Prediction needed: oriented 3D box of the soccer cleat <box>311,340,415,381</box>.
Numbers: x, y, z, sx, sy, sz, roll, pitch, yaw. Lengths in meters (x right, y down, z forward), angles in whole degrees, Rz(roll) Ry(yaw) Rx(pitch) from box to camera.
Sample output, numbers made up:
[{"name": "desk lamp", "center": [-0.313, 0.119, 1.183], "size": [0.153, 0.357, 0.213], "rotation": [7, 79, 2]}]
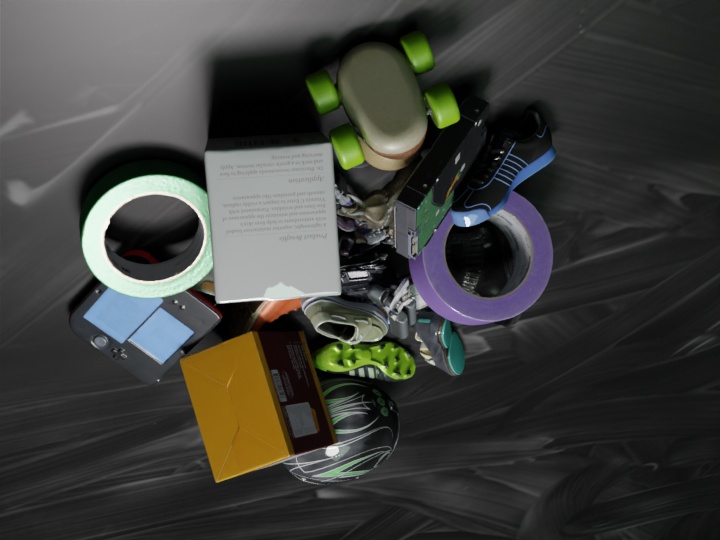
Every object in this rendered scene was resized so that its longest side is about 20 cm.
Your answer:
[{"name": "soccer cleat", "center": [0.006, 0.154, 1.905], "size": [0.199, 0.068, 0.081], "rotation": [11, 164, -36]}]

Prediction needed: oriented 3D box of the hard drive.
[{"name": "hard drive", "center": [0.110, -0.126, 1.518], "size": [0.038, 0.201, 0.140], "rotation": [27, 157, 16]}]

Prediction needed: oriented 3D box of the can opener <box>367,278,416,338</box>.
[{"name": "can opener", "center": [0.056, 0.055, 1.733], "size": [0.053, 0.066, 0.200], "rotation": [-58, 164, -12]}]

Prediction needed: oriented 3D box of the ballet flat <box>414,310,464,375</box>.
[{"name": "ballet flat", "center": [0.130, 0.121, 1.895], "size": [0.073, 0.073, 0.200], "rotation": [-18, 150, 6]}]

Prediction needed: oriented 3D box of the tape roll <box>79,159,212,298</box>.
[{"name": "tape roll", "center": [-0.293, -0.056, 1.562], "size": [0.199, 0.048, 0.202], "rotation": [-9, 125, -14]}]

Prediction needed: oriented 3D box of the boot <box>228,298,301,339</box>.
[{"name": "boot", "center": [-0.132, 0.050, 1.745], "size": [0.107, 0.075, 0.200], "rotation": [14, 132, -35]}]

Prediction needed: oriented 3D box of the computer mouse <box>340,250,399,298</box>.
[{"name": "computer mouse", "center": [0.000, 0.000, 1.700], "size": [0.138, 0.053, 0.200], "rotation": [-10, 166, 19]}]

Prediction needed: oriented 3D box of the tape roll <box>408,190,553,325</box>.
[{"name": "tape roll", "center": [0.176, -0.022, 1.636], "size": [0.199, 0.202, 0.085], "rotation": [-3, 174, -11]}]

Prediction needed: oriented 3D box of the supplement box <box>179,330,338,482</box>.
[{"name": "supplement box", "center": [-0.156, 0.208, 1.752], "size": [0.132, 0.198, 0.200], "rotation": [-22, 170, 18]}]

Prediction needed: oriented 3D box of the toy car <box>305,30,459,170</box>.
[{"name": "toy car", "center": [0.033, -0.199, 1.488], "size": [0.163, 0.159, 0.200], "rotation": [-23, 164, -2]}]

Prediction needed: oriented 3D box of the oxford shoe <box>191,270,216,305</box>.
[{"name": "oxford shoe", "center": [-0.277, 0.068, 1.736], "size": [0.075, 0.058, 0.200], "rotation": [17, 132, -32]}]

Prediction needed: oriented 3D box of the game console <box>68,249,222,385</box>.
[{"name": "game console", "center": [-0.333, 0.074, 1.698], "size": [0.177, 0.031, 0.200], "rotation": [41, 121, -13]}]

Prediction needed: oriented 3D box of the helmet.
[{"name": "helmet", "center": [-0.049, 0.272, 1.915], "size": [0.190, 0.201, 0.200], "rotation": [5, 138, -45]}]

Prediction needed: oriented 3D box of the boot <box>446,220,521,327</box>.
[{"name": "boot", "center": [0.165, 0.020, 1.753], "size": [0.157, 0.079, 0.212], "rotation": [-21, 124, -12]}]

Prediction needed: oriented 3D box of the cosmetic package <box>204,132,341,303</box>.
[{"name": "cosmetic package", "center": [-0.117, -0.074, 1.470], "size": [0.164, 0.165, 0.202], "rotation": [-3, 102, -6]}]

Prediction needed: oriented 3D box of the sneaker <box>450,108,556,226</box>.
[{"name": "sneaker", "center": [0.193, -0.147, 1.564], "size": [0.200, 0.070, 0.078], "rotation": [-42, 126, -21]}]

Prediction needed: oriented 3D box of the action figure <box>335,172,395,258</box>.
[{"name": "action figure", "center": [-0.004, -0.074, 1.641], "size": [0.130, 0.070, 0.200], "rotation": [-41, 135, 22]}]

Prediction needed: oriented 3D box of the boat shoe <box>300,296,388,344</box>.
[{"name": "boat shoe", "center": [-0.023, 0.087, 1.760], "size": [0.072, 0.062, 0.200], "rotation": [-34, 146, 26]}]

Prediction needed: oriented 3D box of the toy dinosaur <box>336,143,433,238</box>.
[{"name": "toy dinosaur", "center": [0.056, -0.107, 1.545], "size": [0.200, 0.077, 0.102], "rotation": [-38, 177, -21]}]

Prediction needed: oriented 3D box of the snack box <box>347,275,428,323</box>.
[{"name": "snack box", "center": [0.051, 0.054, 1.827], "size": [0.199, 0.024, 0.072], "rotation": [-22, 139, 10]}]
